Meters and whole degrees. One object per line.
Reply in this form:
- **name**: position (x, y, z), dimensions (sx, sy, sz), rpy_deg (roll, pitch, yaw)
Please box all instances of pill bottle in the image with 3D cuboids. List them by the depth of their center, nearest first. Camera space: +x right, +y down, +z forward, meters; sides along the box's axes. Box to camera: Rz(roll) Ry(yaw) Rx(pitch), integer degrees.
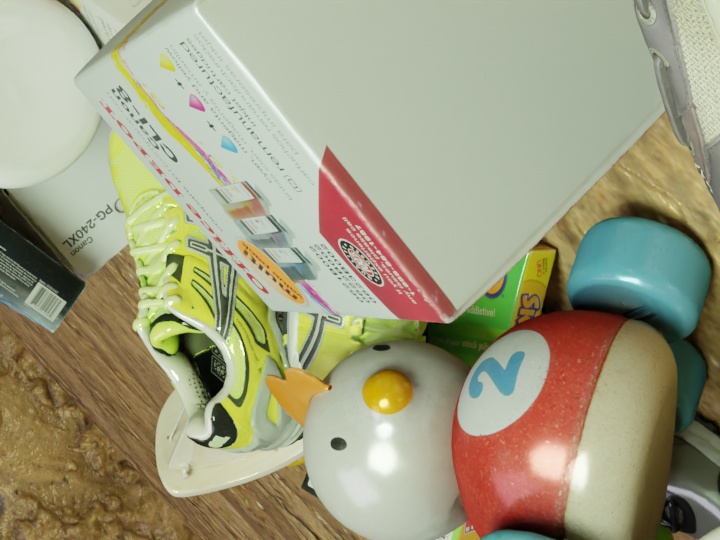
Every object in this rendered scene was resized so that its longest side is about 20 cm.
- **pill bottle**: position (-0.231, -0.114, 0.956), dimensions (0.110, 0.109, 0.200), rpy_deg (54, 163, -27)

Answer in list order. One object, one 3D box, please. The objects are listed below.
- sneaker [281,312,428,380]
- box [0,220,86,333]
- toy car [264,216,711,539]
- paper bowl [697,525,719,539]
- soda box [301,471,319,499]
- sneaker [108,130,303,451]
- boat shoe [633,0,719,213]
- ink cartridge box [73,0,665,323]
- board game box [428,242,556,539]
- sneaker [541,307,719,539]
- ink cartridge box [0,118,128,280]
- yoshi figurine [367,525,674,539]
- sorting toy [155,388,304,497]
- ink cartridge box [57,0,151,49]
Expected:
- **sneaker**: position (0.000, 0.000, 0.827), dimensions (0.076, 0.075, 0.202), rpy_deg (154, 106, -69)
- **box**: position (-0.272, -0.042, 0.994), dimensions (0.200, 0.040, 0.137), rpy_deg (40, 169, -26)
- **toy car**: position (0.039, 0.076, 0.736), dimensions (0.198, 0.186, 0.177), rpy_deg (13, 152, 18)
- **paper bowl**: position (0.190, 0.160, 0.663), dimensions (0.201, 0.199, 0.105), rpy_deg (74, 173, -58)
- **soda box**: position (0.062, 0.156, 1.052), dimensions (0.199, 0.064, 0.071), rpy_deg (26, -175, 34)
- **sneaker**: position (-0.088, 0.002, 0.870), dimensions (0.075, 0.076, 0.201), rpy_deg (-36, 74, 32)
- **boat shoe**: position (0.126, -0.068, 0.511), dimensions (0.065, 0.072, 0.201), rpy_deg (46, 171, 44)
- **ink cartridge box**: position (-0.001, -0.079, 0.650), dimensions (0.146, 0.145, 0.200), rpy_deg (49, 164, -14)
- **board game box**: position (0.045, 0.052, 0.864), dimensions (0.095, 0.030, 0.202), rpy_deg (29, 114, 46)
- **sneaker**: position (0.136, 0.103, 0.857), dimensions (0.199, 0.079, 0.074), rpy_deg (35, 158, 30)
- **ink cartridge box**: position (-0.185, -0.067, 1.125), dimensions (0.084, 0.145, 0.200), rpy_deg (50, 163, -13)
- **yoshi figurine**: position (0.103, 0.148, 0.923), dimensions (0.199, 0.113, 0.112), rpy_deg (18, 179, 28)
- **sorting toy**: position (-0.072, 0.017, 1.052), dimensions (0.201, 0.106, 0.181), rpy_deg (118, 144, -49)
- **ink cartridge box**: position (-0.159, -0.169, 0.961), dimensions (0.199, 0.067, 0.117), rpy_deg (37, 161, 31)
